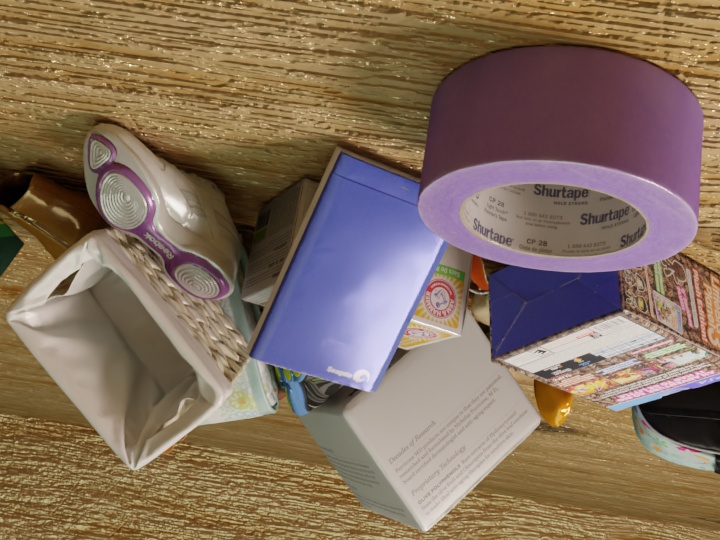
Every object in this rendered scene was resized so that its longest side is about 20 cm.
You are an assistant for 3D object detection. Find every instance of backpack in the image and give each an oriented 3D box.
[{"bbox_3d":[0.394,0.134,1.034,0.198,0.179,0.151,9,157,15],"label":"backpack"}]

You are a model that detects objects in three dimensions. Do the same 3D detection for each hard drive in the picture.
[{"bbox_3d":[-0.003,0.005,0.854,0.131,0.201,0.025,18,-163,-25],"label":"hard drive"}]

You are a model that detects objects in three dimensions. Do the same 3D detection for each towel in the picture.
[{"bbox_3d":[-0.187,0.069,1.022,0.169,0.202,0.048,-9,-168,15],"label":"towel"}]

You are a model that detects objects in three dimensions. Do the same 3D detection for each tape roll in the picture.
[{"bbox_3d":[0.143,-0.072,0.696,0.198,0.086,0.200,9,161,3],"label":"tape roll"}]

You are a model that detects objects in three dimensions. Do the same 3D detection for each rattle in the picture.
[{"bbox_3d":[0.158,0.074,1.044,0.129,0.144,0.200,17,175,35],"label":"rattle"}]

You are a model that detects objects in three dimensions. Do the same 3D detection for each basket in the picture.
[{"bbox_3d":[-0.217,0.064,0.937,0.135,0.201,0.123,-37,-177,18],"label":"basket"}]

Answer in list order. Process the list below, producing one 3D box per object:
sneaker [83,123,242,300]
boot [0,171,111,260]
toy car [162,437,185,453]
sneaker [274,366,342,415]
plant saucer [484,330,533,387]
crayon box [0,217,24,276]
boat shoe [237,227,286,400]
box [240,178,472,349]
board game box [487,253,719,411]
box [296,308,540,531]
[{"bbox_3d":[-0.182,-0.065,0.901,0.074,0.100,0.201,-16,126,30],"label":"sneaker"},{"bbox_3d":[-0.338,-0.049,1.051,0.143,0.071,0.200,27,150,-30],"label":"boot"},{"bbox_3d":[-0.299,0.176,1.465,0.175,0.202,0.184,-1,159,28],"label":"toy car"},{"bbox_3d":[-0.047,0.085,0.984,0.082,0.071,0.200,-26,156,-13],"label":"sneaker"},{"bbox_3d":[0.226,0.116,1.284,0.198,0.036,0.200,9,161,3],"label":"plant saucer"},{"bbox_3d":[-0.439,-0.072,0.985,0.126,0.051,0.200,30,163,9],"label":"crayon box"},{"bbox_3d":[-0.109,0.053,1.058,0.071,0.068,0.202,-3,114,30],"label":"boat shoe"},{"bbox_3d":[0.000,0.000,0.952,0.198,0.102,0.112,19,160,-25],"label":"box"},{"bbox_3d":[0.249,0.050,0.936,0.199,0.098,0.159,23,146,-34],"label":"board game box"},{"bbox_3d":[0.060,0.169,1.143,0.172,0.200,0.199,54,160,-8],"label":"box"}]
